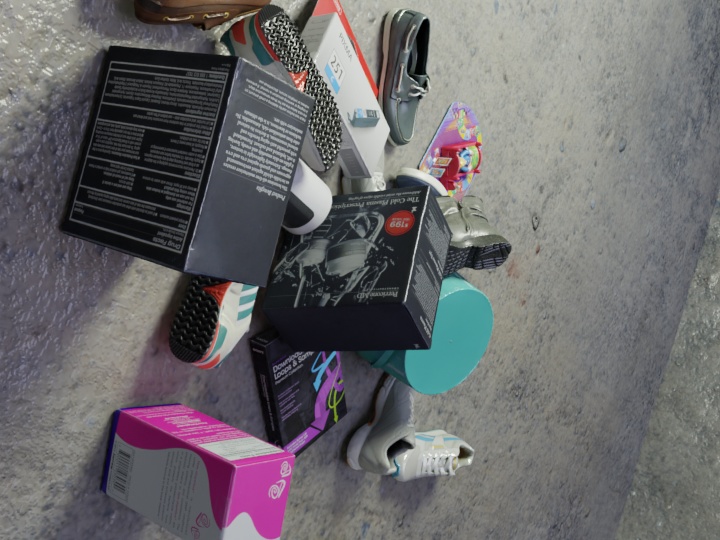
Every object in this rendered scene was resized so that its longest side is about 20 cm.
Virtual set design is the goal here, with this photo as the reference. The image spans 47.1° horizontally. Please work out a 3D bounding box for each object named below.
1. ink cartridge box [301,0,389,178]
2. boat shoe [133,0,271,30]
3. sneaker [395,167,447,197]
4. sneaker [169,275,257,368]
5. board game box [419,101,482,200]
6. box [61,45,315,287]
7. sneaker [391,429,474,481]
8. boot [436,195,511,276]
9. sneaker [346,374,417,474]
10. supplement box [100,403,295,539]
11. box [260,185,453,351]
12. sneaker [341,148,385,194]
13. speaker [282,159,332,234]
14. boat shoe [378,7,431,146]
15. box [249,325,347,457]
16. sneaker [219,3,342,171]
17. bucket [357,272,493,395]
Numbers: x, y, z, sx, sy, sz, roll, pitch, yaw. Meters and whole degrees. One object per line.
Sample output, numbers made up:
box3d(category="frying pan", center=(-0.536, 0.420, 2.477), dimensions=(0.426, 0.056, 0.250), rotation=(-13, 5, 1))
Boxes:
box3d(category="ink cartridge box", center=(-0.014, -0.253, 1.087), dimensions=(0.201, 0.044, 0.178), rotation=(59, 39, -46))
box3d(category="boat shoe", center=(-0.169, -0.300, 0.896), dimensions=(0.200, 0.072, 0.068), rotation=(-26, 155, -56))
box3d(category="sneaker", center=(0.101, -0.078, 1.315), dimensions=(0.085, 0.074, 0.200), rotation=(-62, 141, -21))
box3d(category="sneaker", center=(-0.161, 0.027, 1.008), dimensions=(0.094, 0.070, 0.202), rotation=(60, 50, -66))
box3d(category="board game box", center=(0.172, -0.180, 1.403), dimensions=(0.201, 0.039, 0.158), rotation=(-61, 141, -19))
box3d(category="box", center=(-0.175, -0.105, 0.832), dimensions=(0.123, 0.199, 0.201), rotation=(17, 89, -54))
box3d(category="sneaker", center=(0.129, 0.335, 1.485), dimensions=(0.199, 0.080, 0.077), rotation=(-6, 108, -51))
box3d(category="boot", center=(0.116, -0.057, 1.224), dimensions=(0.198, 0.131, 0.068), rotation=(-3, 132, -26))
box3d(category="sneaker", center=(0.064, 0.248, 1.346), dimensions=(0.201, 0.091, 0.076), rotation=(-58, 140, -24))
box3d(category="supplement box", center=(-0.184, 0.229, 0.928), dimensions=(0.103, 0.199, 0.102), rotation=(6, 97, -53))
box3d(category="box", center=(0.000, 0.000, 1.062), dimensions=(0.104, 0.198, 0.184), rotation=(57, 37, -46))
box3d(category="sneaker", center=(0.023, -0.093, 1.190), dimensions=(0.075, 0.091, 0.203), rotation=(-3, 103, -52))
box3d(category="speaker", center=(-0.117, -0.124, 1.003), dimensions=(0.200, 0.081, 0.082), rotation=(42, 68, -51))
box3d(category="boat shoe", center=(0.071, -0.280, 1.217), dimensions=(0.073, 0.061, 0.202), rotation=(-25, 121, -50))
box3d(category="box", center=(-0.083, 0.155, 1.178), dimensions=(0.143, 0.036, 0.202), rotation=(-34, 126, -42))
box3d(category="sneaker", center=(-0.095, -0.205, 0.970), dimensions=(0.071, 0.093, 0.201), rotation=(-55, 127, -44))
box3d(category="bucket", center=(0.095, 0.080, 1.266), dimensions=(0.206, 0.134, 0.209), rotation=(-18, 123, -31))
